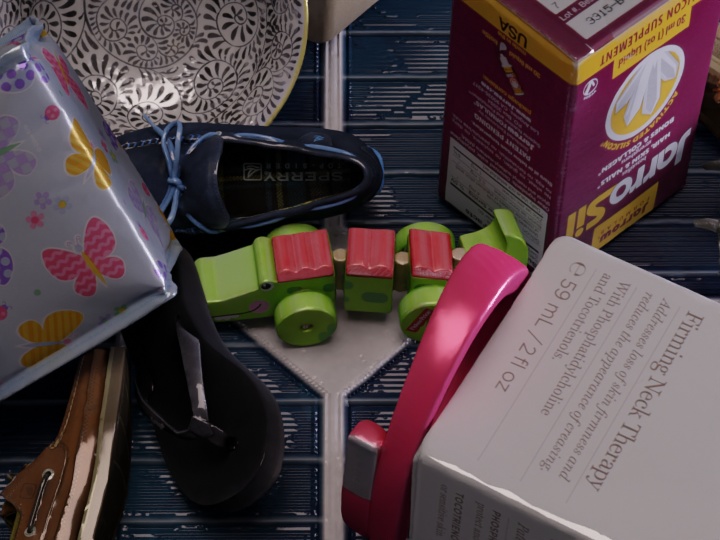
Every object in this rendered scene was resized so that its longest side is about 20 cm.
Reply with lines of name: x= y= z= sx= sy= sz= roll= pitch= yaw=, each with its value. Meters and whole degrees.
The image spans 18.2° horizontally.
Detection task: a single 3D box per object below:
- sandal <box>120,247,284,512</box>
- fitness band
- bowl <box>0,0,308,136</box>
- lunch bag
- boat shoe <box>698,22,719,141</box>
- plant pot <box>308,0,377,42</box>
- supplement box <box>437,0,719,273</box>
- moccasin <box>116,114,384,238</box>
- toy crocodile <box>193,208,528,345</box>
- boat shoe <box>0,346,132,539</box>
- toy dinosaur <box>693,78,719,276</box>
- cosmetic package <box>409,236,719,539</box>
sandal: x=-0.105 y=0.061 z=1.278 sx=0.076 sy=0.043 sz=0.200 roll=-49 pitch=47 yaw=18
fitness band: x=0.042 y=0.070 z=1.192 sx=0.037 sy=0.200 sz=0.144 roll=30 pitch=61 yaw=14
bowl: x=-0.133 y=-0.161 z=1.415 sx=0.200 sy=0.202 sz=0.094 roll=-3 pitch=9 yaw=-3
lunch bag: x=-0.223 y=-0.015 z=1.248 sx=0.199 sy=0.170 sz=0.127 roll=-28 pitch=16 yaw=8
boat shoe: x=0.248 y=-0.116 z=1.418 sx=0.064 sy=0.071 sz=0.200 roll=-37 pitch=60 yaw=-25
plant pot: x=-0.031 y=-0.273 z=1.471 sx=0.200 sy=0.177 sz=0.200 roll=34 pitch=59 yaw=23
supplement box: x=0.128 y=-0.111 z=1.332 sx=0.131 sy=0.200 sz=0.103 roll=-36 pitch=61 yaw=-25
moccasin: x=-0.086 y=-0.061 z=1.348 sx=0.199 sy=0.068 sz=0.081 roll=-10 pitch=93 yaw=0
toy crocodile: x=0.000 y=0.000 z=1.333 sx=0.199 sy=0.062 sz=0.068 roll=-2 pitch=52 yaw=-2
boat shoe: x=-0.166 y=0.127 z=1.226 sx=0.068 sy=0.072 sz=0.201 roll=1 pitch=54 yaw=5
toy dinosaur: x=0.277 y=-0.048 z=1.320 sx=0.200 sy=0.135 sz=0.102 roll=55 pitch=43 yaw=-12
cosmetic package: x=0.149 y=0.122 z=1.174 sx=0.199 sy=0.167 sz=0.168 roll=24 pitch=56 yaw=16
